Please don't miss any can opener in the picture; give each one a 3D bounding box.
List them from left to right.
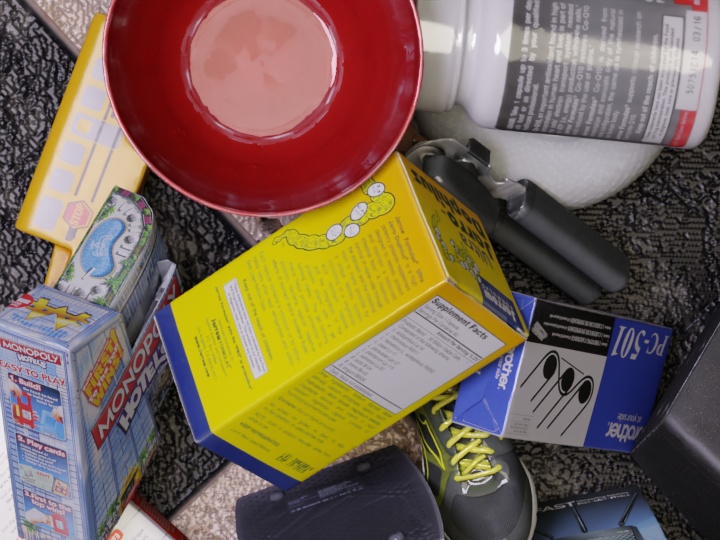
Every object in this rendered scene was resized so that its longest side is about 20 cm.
[{"bbox_3d":[0.104,-0.029,1.715,0.200,0.053,0.067,32,51,-34],"label":"can opener"}]

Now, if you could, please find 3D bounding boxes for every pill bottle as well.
[{"bbox_3d":[-0.061,-0.188,1.709,0.116,0.116,0.200,6,91,-4],"label":"pill bottle"},{"bbox_3d":[0.130,-0.145,1.640,0.200,0.114,0.114,6,92,-3],"label":"pill bottle"}]

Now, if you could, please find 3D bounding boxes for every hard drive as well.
[{"bbox_3d":[-0.013,0.181,1.688,0.135,0.200,0.042,-19,106,-4],"label":"hard drive"}]

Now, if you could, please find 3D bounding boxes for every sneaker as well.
[{"bbox_3d":[0.065,0.105,1.709,0.074,0.085,0.200,-19,62,6],"label":"sneaker"}]

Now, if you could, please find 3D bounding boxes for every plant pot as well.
[{"bbox_3d":[0.297,0.107,1.696,0.177,0.200,0.200,31,78,5],"label":"plant pot"}]

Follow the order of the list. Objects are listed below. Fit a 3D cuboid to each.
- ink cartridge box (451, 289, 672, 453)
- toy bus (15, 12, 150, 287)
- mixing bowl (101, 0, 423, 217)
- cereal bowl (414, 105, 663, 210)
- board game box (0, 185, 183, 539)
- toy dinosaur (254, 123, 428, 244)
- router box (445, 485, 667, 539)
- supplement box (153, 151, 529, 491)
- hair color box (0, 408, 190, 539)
[{"bbox_3d":[0.140,0.070,1.698,0.044,0.200,0.094,15,92,34],"label":"ink cartridge box"},{"bbox_3d":[-0.181,-0.071,1.732,0.078,0.065,0.200,21,91,-4],"label":"toy bus"},{"bbox_3d":[-0.062,-0.135,1.599,0.200,0.108,0.200,0,93,-2],"label":"mixing bowl"},{"bbox_3d":[0.133,-0.139,1.739,0.200,0.083,0.200,0,92,-3],"label":"cereal bowl"},{"bbox_3d":[-0.172,0.056,1.634,0.062,0.200,0.200,18,60,17],"label":"board game box"},{"bbox_3d":[0.000,0.000,1.732,0.135,0.086,0.200,-9,101,-4],"label":"toy dinosaur"},{"bbox_3d":[0.117,0.218,1.715,0.200,0.150,0.062,-10,108,-3],"label":"router box"},{"bbox_3d":[-0.013,0.035,1.607,0.200,0.109,0.110,-33,54,17],"label":"supplement box"},{"bbox_3d":[-0.210,0.176,1.743,0.200,0.061,0.102,43,89,-3],"label":"hair color box"}]
